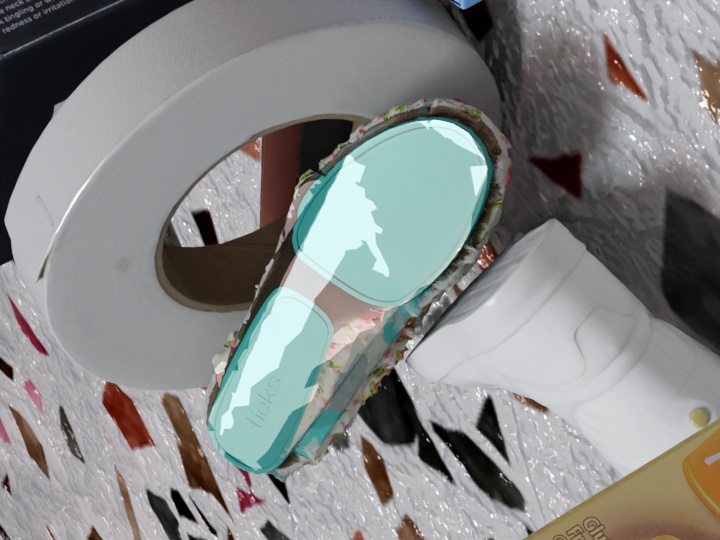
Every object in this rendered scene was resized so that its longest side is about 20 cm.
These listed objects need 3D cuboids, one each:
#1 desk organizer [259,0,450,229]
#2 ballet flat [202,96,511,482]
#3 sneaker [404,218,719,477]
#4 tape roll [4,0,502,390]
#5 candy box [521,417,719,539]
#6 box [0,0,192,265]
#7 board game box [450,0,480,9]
[{"bbox_3d":[-0.019,-0.056,1.084,0.077,0.072,0.200,50,154,30],"label":"desk organizer"},{"bbox_3d":[0.000,0.000,0.981,0.076,0.064,0.200,42,124,5],"label":"ballet flat"},{"bbox_3d":[0.085,0.043,0.975,0.116,0.074,0.200,40,176,-2],"label":"sneaker"},{"bbox_3d":[-0.040,-0.032,0.984,0.037,0.203,0.203,58,158,33],"label":"tape roll"},{"bbox_3d":[0.146,0.090,0.744,0.115,0.200,0.055,54,157,17],"label":"candy box"},{"bbox_3d":[-0.169,-0.139,1.142,0.197,0.124,0.200,56,156,18],"label":"box"},{"bbox_3d":[-0.018,-0.204,0.959,0.200,0.037,0.151,36,147,44],"label":"board game box"}]
